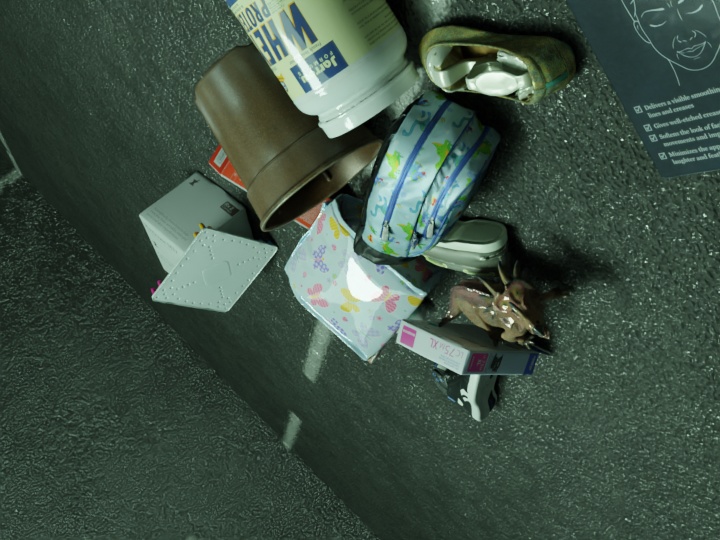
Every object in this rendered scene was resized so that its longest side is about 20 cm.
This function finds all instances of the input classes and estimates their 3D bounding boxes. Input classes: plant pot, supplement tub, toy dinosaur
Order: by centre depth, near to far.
[{"bbox_3d":[-0.040,-0.260,0.785,0.200,0.145,0.145,55,156,-17],"label":"supplement tub"},{"bbox_3d":[0.161,0.039,0.890,0.199,0.086,0.135,2,165,44],"label":"toy dinosaur"},{"bbox_3d":[-0.106,-0.189,0.974,0.199,0.200,0.200,54,157,2],"label":"plant pot"}]

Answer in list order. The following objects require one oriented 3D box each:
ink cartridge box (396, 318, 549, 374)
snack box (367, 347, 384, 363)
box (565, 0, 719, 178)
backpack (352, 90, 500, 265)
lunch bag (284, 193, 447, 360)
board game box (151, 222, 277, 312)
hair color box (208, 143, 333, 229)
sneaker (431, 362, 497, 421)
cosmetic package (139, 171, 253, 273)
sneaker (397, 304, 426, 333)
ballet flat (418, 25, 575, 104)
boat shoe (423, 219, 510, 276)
[{"bbox_3d":[0.158,0.106,1.006,0.119,0.199,0.042,23,103,44],"label":"ink cartridge box"},{"bbox_3d":[0.037,0.056,1.182,0.072,0.024,0.200,39,123,18],"label":"snack box"},{"bbox_3d":[0.240,-0.178,0.479,0.200,0.107,0.148,54,156,-18],"label":"box"},{"bbox_3d":[0.075,-0.109,0.840,0.153,0.163,0.200,26,143,24],"label":"backpack"},{"bbox_3d":[0.000,0.000,1.096,0.200,0.127,0.170,39,124,3],"label":"lunch bag"},{"bbox_3d":[-0.299,-0.002,1.503,0.200,0.200,0.026,14,-146,-50],"label":"board game box"},{"bbox_3d":[-0.127,-0.129,1.129,0.200,0.061,0.101,32,-176,-29],"label":"hair color box"},{"bbox_3d":[0.164,0.171,1.210,0.112,0.073,0.200,32,154,28],"label":"sneaker"},{"bbox_3d":[-0.343,-0.067,1.592,0.165,0.165,0.200,35,154,26],"label":"cosmetic package"},{"bbox_3d":[0.018,0.031,1.233,0.200,0.074,0.118,23,153,49],"label":"sneaker"},{"bbox_3d":[0.113,-0.199,0.719,0.200,0.071,0.071,22,147,46],"label":"ballet flat"},{"bbox_3d":[0.111,-0.036,0.975,0.201,0.072,0.060,15,137,45],"label":"boat shoe"}]
